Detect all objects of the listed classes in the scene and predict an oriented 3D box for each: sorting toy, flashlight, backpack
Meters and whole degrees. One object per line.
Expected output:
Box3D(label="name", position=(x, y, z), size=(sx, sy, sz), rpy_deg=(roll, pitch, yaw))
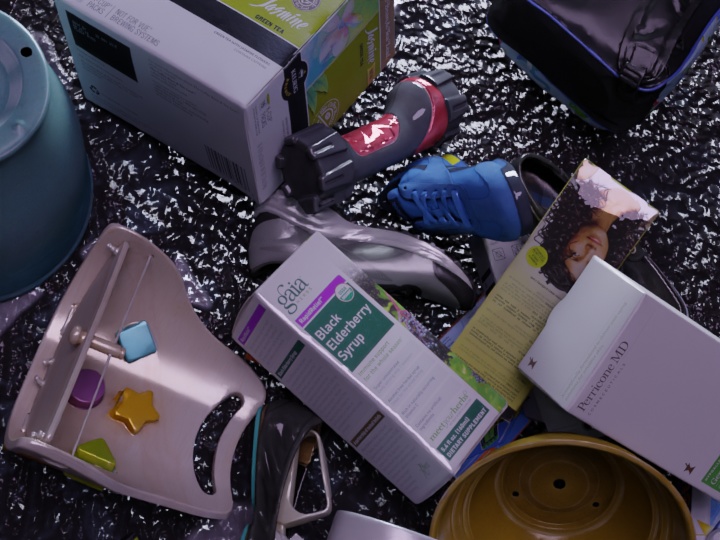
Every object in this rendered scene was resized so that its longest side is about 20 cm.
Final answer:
Box3D(label="sorting toy", position=(-0.160, 0.102, 1.083), size=(0.179, 0.107, 0.201), rpy_deg=(29, 51, -17))
Box3D(label="flashlight", position=(0.009, -0.114, 1.173), size=(0.068, 0.068, 0.199), rpy_deg=(37, 38, 22))
Box3D(label="backpack", position=(0.227, -0.242, 1.267), size=(0.183, 0.147, 0.200), rpy_deg=(40, 70, 6))

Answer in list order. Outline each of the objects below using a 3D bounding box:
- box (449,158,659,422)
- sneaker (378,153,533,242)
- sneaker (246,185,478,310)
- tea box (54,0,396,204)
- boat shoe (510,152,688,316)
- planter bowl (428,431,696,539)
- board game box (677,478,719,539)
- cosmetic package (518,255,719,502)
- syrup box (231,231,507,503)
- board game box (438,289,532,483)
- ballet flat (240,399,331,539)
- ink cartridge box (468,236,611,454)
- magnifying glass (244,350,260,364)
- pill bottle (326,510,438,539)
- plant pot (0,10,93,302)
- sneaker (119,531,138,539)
Box3D(label="box", position=(0.145, 0.016, 1.113), size=(0.075, 0.050, 0.201), rpy_deg=(35, 95, 7))
Box3D(label="sneaker", position=(0.072, -0.052, 1.144), size=(0.078, 0.200, 0.067), rpy_deg=(-19, 104, -15))
Box3D(label="sneaker", position=(0.000, 0.000, 1.172), size=(0.198, 0.074, 0.080), rpy_deg=(18, 76, 2))
Box3D(label="tea box", position=(-0.103, -0.200, 1.160), size=(0.199, 0.134, 0.197), rpy_deg=(32, 66, 20))
Box3D(label="boat shoe", position=(0.189, -0.017, 1.160), size=(0.200, 0.057, 0.069), rpy_deg=(41, 66, 6))
Box3D(label="planter bowl", position=(0.153, 0.186, 1.096), size=(0.198, 0.202, 0.084), rpy_deg=(18, 31, -5))
Box3D(label="board game box", position=(0.327, 0.214, 1.174), size=(0.134, 0.034, 0.202), rpy_deg=(11, 67, -8))
Box3D(label="cosmetic package", position=(0.232, 0.088, 1.083), size=(0.199, 0.085, 0.108), rpy_deg=(29, 98, -29))
Box3D(label="syrup box", position=(0.004, 0.074, 1.085), size=(0.200, 0.082, 0.079), rpy_deg=(42, 57, 3))
Box3D(label="board game box", position=(0.114, 0.080, 1.188), size=(0.103, 0.019, 0.200), rpy_deg=(44, 67, 7))
Box3D(label="ballet flat", position=(-0.059, 0.193, 1.074), size=(0.068, 0.068, 0.202), rpy_deg=(4, 67, 11))
Box3D(label="ink cartridge box", position=(0.166, 0.051, 1.180), size=(0.098, 0.039, 0.202), rpy_deg=(-10, 70, -17))
Box3D(label="magnifying glass", position=(0.004, 0.092, 1.136), size=(0.198, 0.022, 0.080), rpy_deg=(20, 66, -4))
Box3D(label="pill bottle", position=(-0.003, 0.282, 1.015), size=(0.113, 0.114, 0.202), rpy_deg=(19, 78, -4))
Box3D(label="plant pot", position=(-0.299, -0.100, 1.076), size=(0.198, 0.188, 0.202), rpy_deg=(4, 68, -11))
Box3D(label="sneaker", position=(-0.198, 0.286, 1.013), size=(0.081, 0.074, 0.201), rpy_deg=(38, 68, 1))
